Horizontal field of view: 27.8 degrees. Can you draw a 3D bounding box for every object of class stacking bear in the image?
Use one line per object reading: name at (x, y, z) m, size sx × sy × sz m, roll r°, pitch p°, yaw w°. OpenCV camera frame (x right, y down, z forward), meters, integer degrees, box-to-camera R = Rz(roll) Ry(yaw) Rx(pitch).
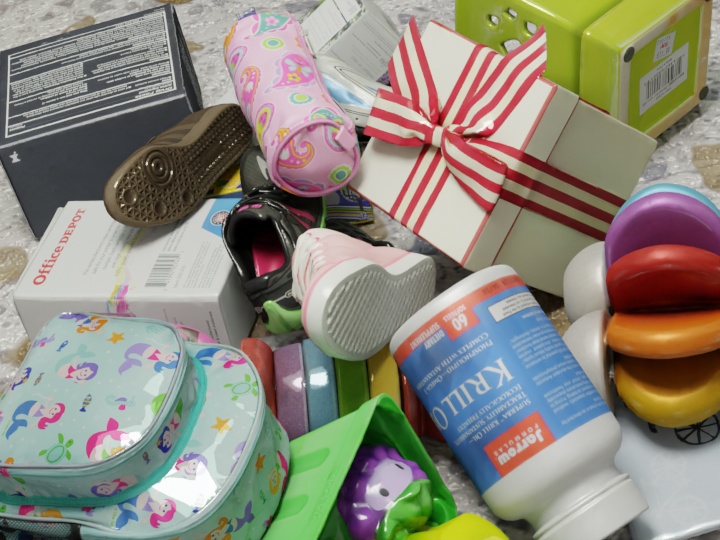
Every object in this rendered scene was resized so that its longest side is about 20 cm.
stacking bear at (0.009, 0.102, 1.136) m, size 0.198 × 0.123 × 0.114 m, roll -4°, pitch 13°, yaw -3°

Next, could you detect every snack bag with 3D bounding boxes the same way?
snack bag at (0.273, 0.125, 1.097) m, size 0.198 × 0.022 × 0.189 m, roll -17°, pitch 38°, yaw 0°

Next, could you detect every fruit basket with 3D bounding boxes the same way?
fruit basket at (0.028, 0.201, 0.992) m, size 0.214 × 0.156 × 0.216 m, roll -23°, pitch 30°, yaw 14°

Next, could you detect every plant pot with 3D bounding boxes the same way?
plant pot at (0.222, -0.219, 1.394) m, size 0.200 × 0.200 × 0.181 m, roll -36°, pitch 51°, yaw -27°

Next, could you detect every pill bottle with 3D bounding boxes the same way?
pill bottle at (0.116, 0.106, 1.038) m, size 0.112 × 0.112 × 0.201 m, roll -29°, pitch 74°, yaw -19°

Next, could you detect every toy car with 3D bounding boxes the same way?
toy car at (0.235, 0.014, 1.107) m, size 0.174 × 0.151 × 0.201 m, roll -6°, pitch 38°, yaw 16°

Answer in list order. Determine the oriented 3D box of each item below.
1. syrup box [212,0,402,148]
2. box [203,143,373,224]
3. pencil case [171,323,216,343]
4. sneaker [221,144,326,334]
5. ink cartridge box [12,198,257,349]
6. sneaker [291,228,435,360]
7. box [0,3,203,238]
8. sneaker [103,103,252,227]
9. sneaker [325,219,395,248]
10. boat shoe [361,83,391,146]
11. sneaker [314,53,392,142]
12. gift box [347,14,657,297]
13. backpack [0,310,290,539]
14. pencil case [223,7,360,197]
syrup box at (-0.051, -0.185, 1.453) m, size 0.200 × 0.081 × 0.079 m, roll -43°, pitch 37°, yaw 13°
box at (-0.091, -0.073, 1.401) m, size 0.198 × 0.070 × 0.065 m, roll -11°, pitch 37°, yaw 4°
pencil case at (-0.179, 0.136, 1.167) m, size 0.093 × 0.091 × 0.201 m, roll 23°, pitch 43°, yaw -4°
sneaker at (-0.074, -0.042, 1.236) m, size 0.076 × 0.084 × 0.201 m, roll -28°, pitch 46°, yaw 16°
ink cartridge box at (-0.194, 0.009, 1.322) m, size 0.198 × 0.085 × 0.145 m, roll 1°, pitch 39°, yaw 15°
sneaker at (-0.023, 0.015, 1.109) m, size 0.104 × 0.076 × 0.200 m, roll 14°, pitch 12°, yaw 21°
box at (-0.266, -0.157, 1.512) m, size 0.198 × 0.124 × 0.199 m, roll -16°, pitch 38°, yaw 0°
sneaker at (-0.178, -0.090, 1.343) m, size 0.075 × 0.071 × 0.200 m, roll -12°, pitch 19°, yaw 40°
sneaker at (0.000, 0.000, 1.273) m, size 0.073 × 0.088 × 0.200 m, roll -21°, pitch 39°, yaw -9°
boat shoe at (0.066, -0.141, 1.439) m, size 0.072 × 0.068 × 0.199 m, roll -38°, pitch 45°, yaw -27°
sneaker at (0.026, -0.141, 1.365) m, size 0.199 × 0.072 × 0.073 m, roll 20°, pitch 76°, yaw 7°
gift box at (0.115, -0.109, 1.233) m, size 0.184 × 0.186 × 0.201 m, roll 30°, pitch 100°, yaw 43°
backpack at (-0.154, 0.124, 1.007) m, size 0.198 × 0.151 × 0.178 m, roll 8°, pitch 49°, yaw 19°
pencil case at (-0.063, -0.150, 1.271) m, size 0.087 × 0.088 × 0.201 m, roll -18°, pitch 42°, yaw -5°
